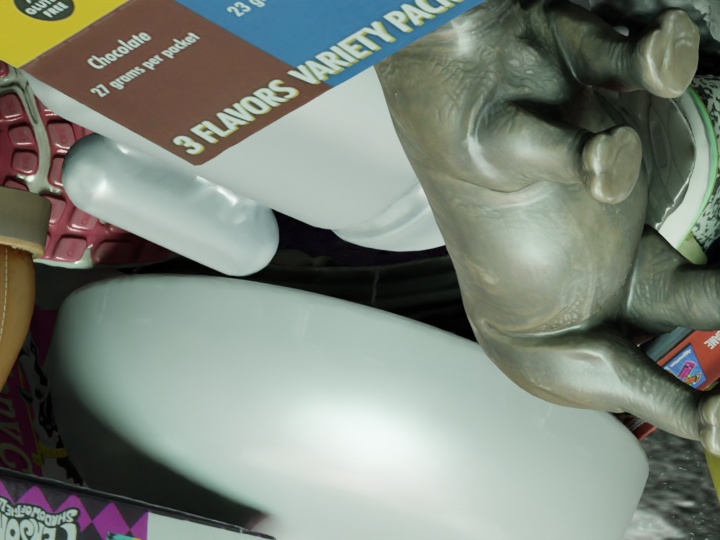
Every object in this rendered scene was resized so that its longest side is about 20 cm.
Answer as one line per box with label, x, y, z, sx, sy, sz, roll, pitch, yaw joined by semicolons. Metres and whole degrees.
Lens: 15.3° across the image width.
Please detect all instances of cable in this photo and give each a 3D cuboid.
cable;0.000;0.000;0.860;0.097;0.051;0.199;26;151;-36

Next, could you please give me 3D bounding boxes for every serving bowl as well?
serving bowl;-0.010;0.070;0.861;0.199;0.066;0.200;14;161;5

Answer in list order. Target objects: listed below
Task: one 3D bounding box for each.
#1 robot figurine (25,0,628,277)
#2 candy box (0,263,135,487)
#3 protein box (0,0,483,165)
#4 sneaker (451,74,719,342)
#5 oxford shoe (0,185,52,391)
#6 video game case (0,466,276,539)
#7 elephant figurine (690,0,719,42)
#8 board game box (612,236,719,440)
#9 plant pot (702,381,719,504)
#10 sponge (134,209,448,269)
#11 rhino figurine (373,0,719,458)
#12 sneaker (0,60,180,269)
robot figurine;-0.016;-0.076;0.754;0.199;0.113;0.170;24;114;-29
candy box;-0.176;0.054;0.929;0.199;0.169;0.071;21;146;-28
protein box;-0.056;-0.166;0.525;0.199;0.200;0.135;28;141;-35
sneaker;0.085;0.001;0.901;0.088;0.077;0.200;-13;153;-34
oxford shoe;-0.153;0.018;0.792;0.071;0.072;0.200;9;171;-27
video game case;-0.147;0.114;0.827;0.180;0.036;0.200;15;146;-23
elephant figurine;0.126;-0.088;0.691;0.154;0.142;0.200;7;145;-17
board game box;0.140;-0.018;0.827;0.019;0.103;0.200;37;152;-2
plant pot;0.242;0.104;0.967;0.188;0.202;0.201;-22;143;11
sponge;0.008;0.034;1.013;0.111;0.030;0.200;-12;145;22
rhino figurine;0.041;-0.042;0.679;0.087;0.060;0.201;9;135;44
sneaker;-0.135;-0.046;0.864;0.198;0.081;0.075;7;177;-6
